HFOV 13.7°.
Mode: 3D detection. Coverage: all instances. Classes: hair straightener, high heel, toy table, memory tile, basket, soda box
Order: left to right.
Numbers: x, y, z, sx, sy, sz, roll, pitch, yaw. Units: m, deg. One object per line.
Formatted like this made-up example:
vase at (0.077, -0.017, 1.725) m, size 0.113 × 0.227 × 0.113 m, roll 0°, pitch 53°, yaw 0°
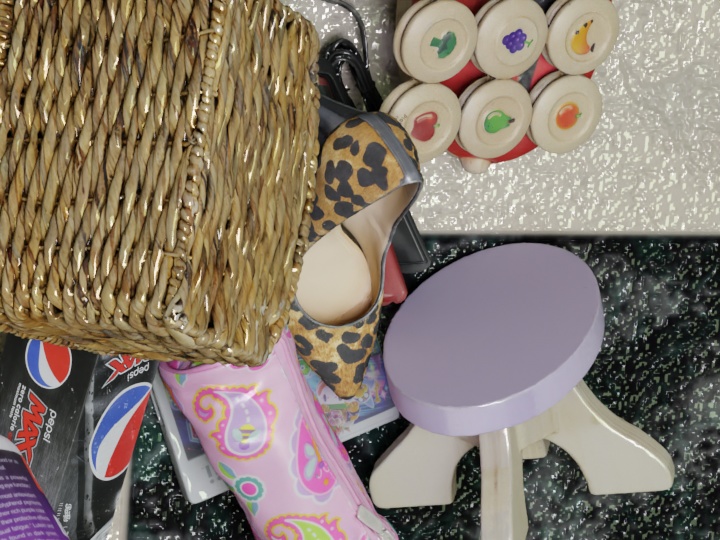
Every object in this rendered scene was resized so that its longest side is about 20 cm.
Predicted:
soda box at (-0.167, 0.080, 1.700) m, size 0.063 × 0.071 × 0.201 m, roll -8°, pitch 120°, yaw -56°
basket at (-0.115, -0.054, 1.612) m, size 0.143 × 0.148 × 0.201 m, roll 25°, pitch 70°, yaw -62°
hair straightener at (-0.005, -0.082, 1.775) m, size 0.077 × 0.041 × 0.201 m, roll -48°, pitch 121°, yaw -47°
high heel at (0.000, 0.000, 1.692) m, size 0.071 × 0.142 × 0.201 m, roll -20°, pitch 115°, yaw -24°
toy table at (0.089, 0.080, 1.773) m, size 0.200 × 0.183 × 0.118 m, roll -50°, pitch 135°, yaw -54°
memory tile at (0.090, -0.156, 1.703) m, size 0.153 × 0.017 × 0.201 m, roll -4°, pitch 116°, yaw -31°

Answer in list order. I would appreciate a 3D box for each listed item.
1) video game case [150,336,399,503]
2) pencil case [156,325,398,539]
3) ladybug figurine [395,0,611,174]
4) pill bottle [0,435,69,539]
video game case at (-0.067, 0.022, 1.783) m, size 0.143 × 0.018 × 0.201 m, roll -22°, pitch 109°, yaw -17°
pencil case at (-0.045, 0.107, 1.749) m, size 0.087 × 0.087 × 0.200 m, roll -33°, pitch 117°, yaw -12°
ladybug figurine at (0.092, -0.154, 1.778) m, size 0.135 × 0.072 × 0.201 m, roll 4°, pitch 100°, yaw -23°
pill bottle at (-0.215, 0.158, 1.629) m, size 0.111 × 0.112 × 0.200 m, roll -26°, pitch 65°, yaw -13°
